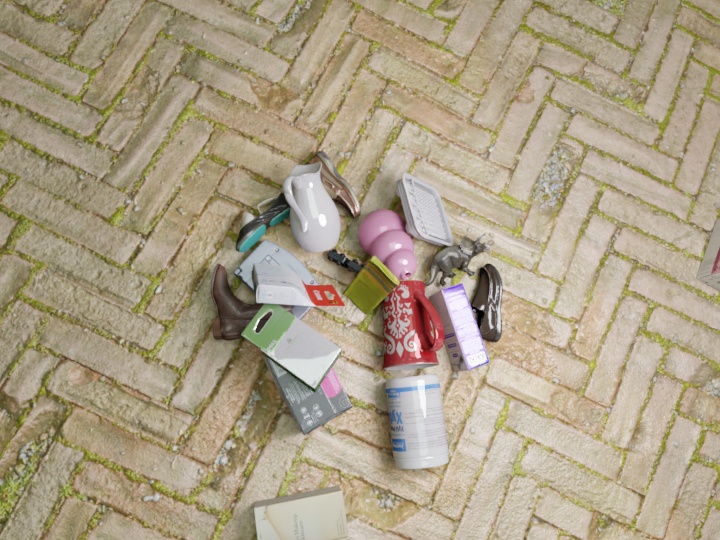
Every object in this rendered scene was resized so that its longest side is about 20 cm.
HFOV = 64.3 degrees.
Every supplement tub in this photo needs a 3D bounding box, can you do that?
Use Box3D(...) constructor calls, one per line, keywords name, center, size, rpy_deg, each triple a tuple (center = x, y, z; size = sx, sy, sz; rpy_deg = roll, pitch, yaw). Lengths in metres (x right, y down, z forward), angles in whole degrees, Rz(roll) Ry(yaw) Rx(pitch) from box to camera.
Box3D(name="supplement tub", center=(0.131, 0.348, 1.335), size=(0.131, 0.132, 0.202), rpy_deg=(-4, 78, -9))

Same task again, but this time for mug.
Box3D(name="mug", center=(0.131, 0.128, 1.372), size=(0.176, 0.133, 0.202), rpy_deg=(-13, 72, 28))

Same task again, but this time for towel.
Box3D(name="towel", center=(0.021, 0.041, 1.350), size=(0.086, 0.200, 0.018), rpy_deg=(46, 58, 4))

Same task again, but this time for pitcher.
Box3D(name="pitcher", center=(-0.125, -0.140, 1.361), size=(0.120, 0.172, 0.202), rpy_deg=(-4, 110, 23))

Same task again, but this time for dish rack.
Box3D(name="dish rack", center=(0.156, -0.142, 1.426), size=(0.043, 0.199, 0.173), rpy_deg=(-25, 70, 31))

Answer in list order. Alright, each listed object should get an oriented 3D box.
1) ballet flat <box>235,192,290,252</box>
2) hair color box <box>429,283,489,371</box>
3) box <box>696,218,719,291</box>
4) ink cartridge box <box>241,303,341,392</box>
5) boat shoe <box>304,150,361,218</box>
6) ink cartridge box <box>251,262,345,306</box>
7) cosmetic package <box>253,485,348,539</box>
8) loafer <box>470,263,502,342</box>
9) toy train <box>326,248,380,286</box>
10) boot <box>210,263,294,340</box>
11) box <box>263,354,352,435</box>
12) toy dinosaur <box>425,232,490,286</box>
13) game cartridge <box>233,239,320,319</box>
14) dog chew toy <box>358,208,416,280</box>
Box3D(name="ballet flat", center=(-0.245, -0.124, 1.416), size=(0.068, 0.068, 0.200), rpy_deg=(44, 66, 12))
Box3D(name="hair color box", center=(0.240, 0.142, 1.404), size=(0.064, 0.109, 0.202), rpy_deg=(-14, 81, -12))
Box3D(name="box", center=(1.030, -0.043, 1.555), size=(0.127, 0.109, 0.201), rpy_deg=(27, 76, -1))
Box3D(name="ink cartridge box", center=(-0.149, 0.163, 1.253), size=(0.199, 0.059, 0.104), rpy_deg=(34, 72, 8))
Box3D(name="boat shoe", center=(-0.072, -0.208, 1.454), size=(0.072, 0.076, 0.201), rpy_deg=(-34, 76, -9))
Box3D(name="ink cartridge box", center=(-0.143, 0.033, 1.302), size=(0.198, 0.160, 0.048), rpy_deg=(4, 106, -16))
Box3D(name="cosmetic package", center=(-0.134, 0.558, 1.285), size=(0.198, 0.073, 0.104), rpy_deg=(-8, 80, -11))
Box3D(name="loafer", center=(0.315, 0.080, 1.445), size=(0.071, 0.073, 0.202), rpy_deg=(1, 79, -10))
Box3D(name="toy train", center=(0.000, 0.000, 1.393), size=(0.199, 0.046, 0.034), rpy_deg=(27, 82, 31))
Box3D(name="boot", center=(-0.247, 0.074, 1.349), size=(0.198, 0.064, 0.188), rpy_deg=(-2, 92, 8))
Box3D(name="box", center=(-0.124, 0.258, 1.326), size=(0.131, 0.115, 0.201), rpy_deg=(-27, 81, -11))
Box3D(name="toy dinosaur", center=(0.228, -0.024, 1.441), size=(0.199, 0.077, 0.103), rpy_deg=(-21, 115, 7))
Box3D(name="game cartridge", center=(-0.194, 0.026, 1.404), size=(0.200, 0.041, 0.133), rpy_deg=(43, 80, 2))
Box3D(name="dog chew toy", center=(0.073, -0.057, 1.386), size=(0.124, 0.125, 0.201), rpy_deg=(-18, 49, -11))
